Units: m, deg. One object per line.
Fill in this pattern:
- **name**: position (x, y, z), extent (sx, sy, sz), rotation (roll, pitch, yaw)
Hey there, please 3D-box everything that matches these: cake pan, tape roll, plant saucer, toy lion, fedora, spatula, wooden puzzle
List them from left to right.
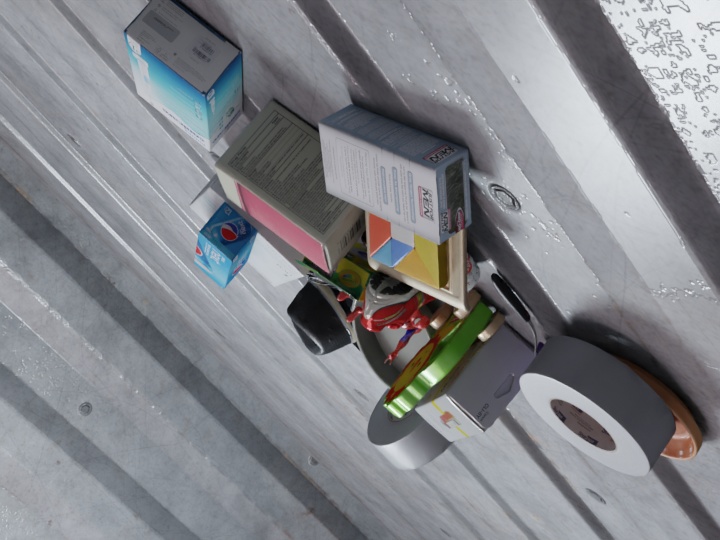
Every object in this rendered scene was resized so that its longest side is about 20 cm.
- **fedora**: position (-0.075, 0.088, 2.109), extent (0.202, 0.091, 0.201), rotation (54, 168, 17)
- **cake pan**: position (0.063, 0.108, 1.884), extent (0.199, 0.036, 0.203), rotation (31, 133, 39)
- **wooden puzzle**: position (0.063, -0.056, 1.469), extent (0.184, 0.037, 0.203), rotation (25, 133, 43)
- **tape roll**: position (0.105, 0.233, 1.936), extent (0.066, 0.201, 0.200), rotation (45, 163, -19)
- **toy lion**: position (0.108, 0.131, 1.698), extent (0.068, 0.192, 0.200), rotation (40, 164, -4)
- **spatula**: position (0.230, 0.079, 1.574), extent (0.020, 0.057, 0.201), rotation (-22, 117, 25)
- **tape roll**: position (0.302, 0.174, 1.485), extent (0.199, 0.066, 0.201), rotation (36, 163, 12)
- **plant saucer**: position (0.361, 0.172, 1.521), extent (0.199, 0.032, 0.201), rotation (36, 163, 13)

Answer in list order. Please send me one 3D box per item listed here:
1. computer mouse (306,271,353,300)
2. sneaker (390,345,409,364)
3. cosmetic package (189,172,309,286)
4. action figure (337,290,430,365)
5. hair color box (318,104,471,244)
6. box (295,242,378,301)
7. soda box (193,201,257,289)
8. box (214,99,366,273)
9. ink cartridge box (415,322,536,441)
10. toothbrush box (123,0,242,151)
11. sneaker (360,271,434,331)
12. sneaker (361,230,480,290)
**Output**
- **computer mouse**: position (-0.042, -0.008, 1.932), extent (0.137, 0.053, 0.200), rotation (26, 170, 1)
- **sneaker**: position (0.063, 0.115, 2.016), extent (0.199, 0.071, 0.074), rotation (17, 122, 66)
- **cosmetic package**: position (-0.149, -0.090, 1.838), extent (0.199, 0.123, 0.200), rotation (43, 165, -9)
- **action figure**: position (0.024, 0.082, 1.799), extent (0.198, 0.099, 0.066), rotation (7, 130, 50)
- **hair color box**: position (0.040, -0.118, 1.380), extent (0.199, 0.060, 0.100), rotation (28, 136, 40)
- **box**: position (0.000, 0.000, 1.694), extent (0.116, 0.049, 0.199), rotation (31, -164, 28)
- **soda box**: position (-0.210, -0.035, 1.783), extent (0.068, 0.064, 0.200), rotation (40, 163, 1)
- **box**: position (-0.083, -0.115, 1.604), extent (0.199, 0.128, 0.109), rotation (36, 165, 17)
- **ink cartridge box**: position (0.174, 0.170, 1.742), extent (0.083, 0.146, 0.200), rotation (41, 164, 0)
- **toothbrush box**: position (-0.244, -0.275, 1.628), extent (0.146, 0.086, 0.200), rotation (38, 163, 7)
- **sneaker**: position (0.056, 0.039, 1.631), extent (0.076, 0.086, 0.199), rotation (31, -157, 25)
- **sneaker**: position (0.083, -0.017, 1.592), extent (0.108, 0.067, 0.200), rotation (52, 158, -24)
